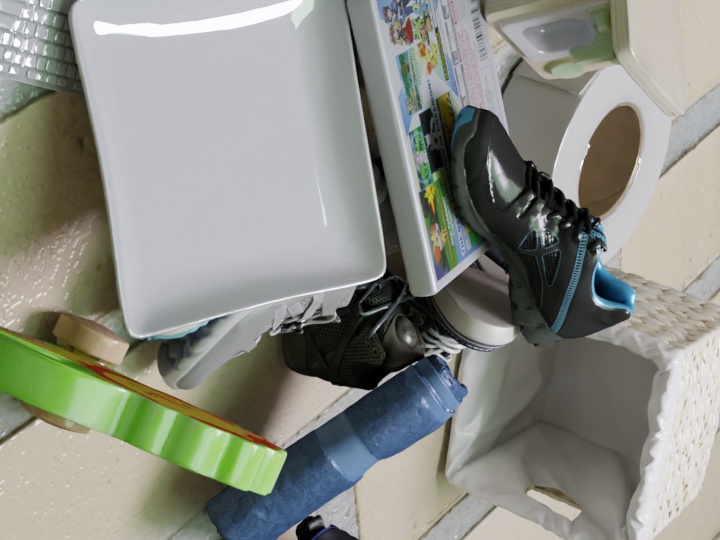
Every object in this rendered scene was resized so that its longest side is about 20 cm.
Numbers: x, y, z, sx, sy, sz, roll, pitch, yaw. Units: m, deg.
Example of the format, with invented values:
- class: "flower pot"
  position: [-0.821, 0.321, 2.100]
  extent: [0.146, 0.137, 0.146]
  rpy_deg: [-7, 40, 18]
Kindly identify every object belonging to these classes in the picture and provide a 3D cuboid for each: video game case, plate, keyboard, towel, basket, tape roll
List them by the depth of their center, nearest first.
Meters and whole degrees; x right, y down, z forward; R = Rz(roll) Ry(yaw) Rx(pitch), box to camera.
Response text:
- class: "keyboard"
  position: [-0.189, -0.135, 1.018]
  extent: [0.200, 0.011, 0.057]
  rpy_deg: [9, 101, -57]
- class: "plate"
  position: [-0.082, -0.075, 1.103]
  extent: [0.199, 0.032, 0.201]
  rpy_deg: [-14, 98, -37]
- class: "video game case"
  position: [0.056, -0.105, 1.237]
  extent: [0.182, 0.022, 0.201]
  rpy_deg: [-36, 117, -60]
- class: "towel"
  position: [-0.014, 0.131, 1.288]
  extent: [0.200, 0.049, 0.112]
  rpy_deg: [-34, 172, 3]
- class: "tape roll"
  position: [0.184, -0.101, 1.528]
  extent: [0.202, 0.071, 0.203]
  rpy_deg: [-33, 134, -41]
- class: "basket"
  position: [0.203, 0.112, 1.568]
  extent: [0.161, 0.198, 0.201]
  rpy_deg: [-19, 124, -52]

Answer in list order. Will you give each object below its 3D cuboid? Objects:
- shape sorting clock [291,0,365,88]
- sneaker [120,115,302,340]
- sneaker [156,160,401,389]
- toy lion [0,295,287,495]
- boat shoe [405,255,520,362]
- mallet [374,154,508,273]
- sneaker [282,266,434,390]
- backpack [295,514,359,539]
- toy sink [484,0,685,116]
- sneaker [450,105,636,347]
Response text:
- class: "shape sorting clock"
  position: [0.005, -0.224, 1.220]
  extent: [0.200, 0.039, 0.201]
  rpy_deg: [-36, 132, -53]
- class: "sneaker"
  position: [-0.095, -0.042, 1.165]
  extent: [0.200, 0.076, 0.081]
  rpy_deg: [-54, 130, -23]
- class: "sneaker"
  position: [-0.047, 0.018, 1.202]
  extent: [0.200, 0.075, 0.082]
  rpy_deg: [-40, 117, 0]
- class: "toy lion"
  position: [-0.143, 0.075, 1.041]
  extent: [0.200, 0.191, 0.069]
  rpy_deg: [28, 85, -57]
- class: "boat shoe"
  position: [0.070, 0.040, 1.362]
  extent: [0.200, 0.074, 0.093]
  rpy_deg: [-93, -155, -71]
- class: "mallet"
  position: [0.085, -0.017, 1.322]
  extent: [0.041, 0.200, 0.066]
  rpy_deg: [-54, 174, 30]
- class: "sneaker"
  position: [0.000, 0.000, 1.283]
  extent: [0.076, 0.114, 0.200]
  rpy_deg: [-32, 131, -45]
- class: "backpack"
  position: [-0.025, 0.303, 1.390]
  extent: [0.183, 0.135, 0.200]
  rpy_deg: [-45, 153, -2]
- class: "toy sink"
  position: [0.161, -0.214, 1.328]
  extent: [0.130, 0.112, 0.201]
  rpy_deg: [29, 55, -58]
- class: "sneaker"
  position: [0.124, -0.036, 1.238]
  extent: [0.200, 0.082, 0.073]
  rpy_deg: [59, 35, -33]
